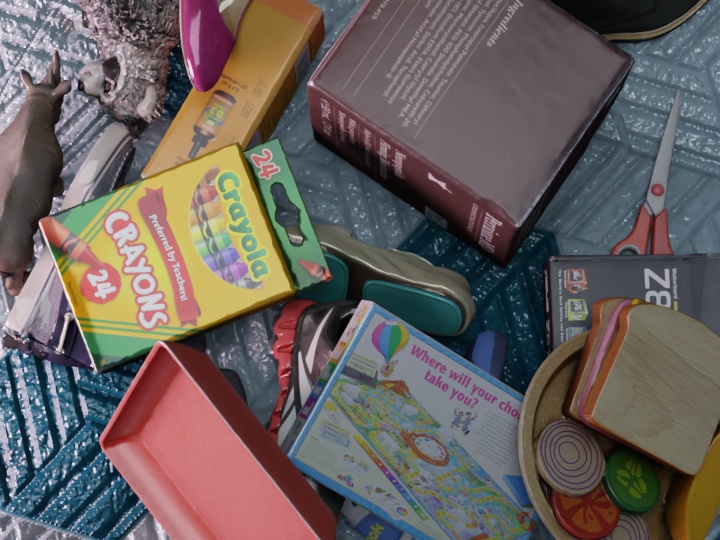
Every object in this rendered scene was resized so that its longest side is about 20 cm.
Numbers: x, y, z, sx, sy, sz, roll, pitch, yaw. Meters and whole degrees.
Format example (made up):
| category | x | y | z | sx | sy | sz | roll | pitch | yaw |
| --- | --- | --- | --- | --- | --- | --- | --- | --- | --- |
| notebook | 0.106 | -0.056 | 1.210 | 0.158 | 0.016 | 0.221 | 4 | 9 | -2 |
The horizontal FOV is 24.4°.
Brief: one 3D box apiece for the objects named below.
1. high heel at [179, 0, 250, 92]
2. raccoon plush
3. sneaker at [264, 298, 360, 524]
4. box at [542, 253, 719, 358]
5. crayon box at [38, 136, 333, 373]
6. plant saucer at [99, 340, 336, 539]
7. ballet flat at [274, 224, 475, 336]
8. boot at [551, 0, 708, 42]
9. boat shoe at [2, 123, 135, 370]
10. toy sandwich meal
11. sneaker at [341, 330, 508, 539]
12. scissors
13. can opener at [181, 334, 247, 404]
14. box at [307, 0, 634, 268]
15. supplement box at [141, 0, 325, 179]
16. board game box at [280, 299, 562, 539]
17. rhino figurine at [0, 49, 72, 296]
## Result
| category | x | y | z | sx | sy | sz | roll | pitch | yaw |
| --- | --- | --- | --- | --- | --- | --- | --- | --- | --- |
| high heel | -0.086 | -0.234 | 1.341 | 0.095 | 0.068 | 0.202 | 0 | 59 | 16 |
| raccoon plush | -0.149 | -0.201 | 1.388 | 0.198 | 0.097 | 0.135 | -24 | 86 | -7 |
| sneaker | -0.023 | 0.109 | 1.292 | 0.097 | 0.071 | 0.202 | -16 | 59 | 33 |
| box | 0.229 | 0.089 | 1.336 | 0.159 | 0.049 | 0.202 | 0 | 82 | -3 |
| crayon box | -0.133 | -0.015 | 1.293 | 0.198 | 0.051 | 0.128 | -23 | 87 | -3 |
| plant saucer | -0.104 | 0.161 | 1.256 | 0.037 | 0.200 | 0.200 | -33 | 79 | -34 |
| ballet flat | 0.000 | 0.000 | 1.358 | 0.198 | 0.070 | 0.070 | 20 | 77 | 2 |
| boot | 0.222 | -0.241 | 1.373 | 0.198 | 0.138 | 0.078 | -25 | 78 | -7 |
| boat shoe | -0.207 | -0.012 | 1.354 | 0.092 | 0.075 | 0.202 | 25 | 85 | -1 |
| toy sandwich meal | 0.211 | 0.125 | 1.246 | 0.203 | 0.070 | 0.208 | 5 | 77 | -22 |
| sneaker | 0.052 | 0.127 | 1.318 | 0.082 | 0.074 | 0.201 | 29 | 77 | 8 |
| scissors | 0.239 | -0.056 | 1.392 | 0.072 | 0.014 | 0.202 | 0 | 78 | 1 |
| can opener | -0.132 | 0.056 | 1.352 | 0.066 | 0.053 | 0.202 | 3 | 74 | -32 |
| box | 0.084 | -0.136 | 1.330 | 0.199 | 0.166 | 0.165 | 35 | 81 | 7 |
| supplement box | -0.103 | -0.137 | 1.382 | 0.066 | 0.069 | 0.201 | 28 | 76 | 7 |
| board game box | 0.054 | 0.131 | 1.255 | 0.199 | 0.034 | 0.135 | 32 | 84 | -13 |
| rhino figurine | -0.271 | -0.086 | 1.356 | 0.059 | 0.088 | 0.202 | 13 | 77 | 2 |
